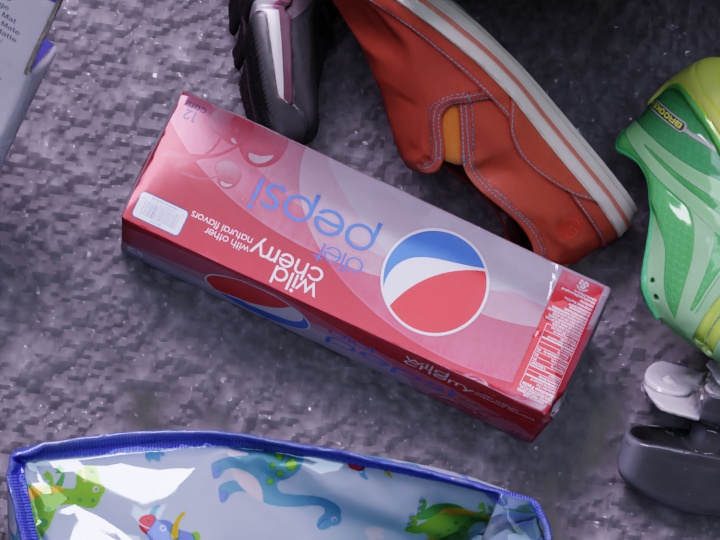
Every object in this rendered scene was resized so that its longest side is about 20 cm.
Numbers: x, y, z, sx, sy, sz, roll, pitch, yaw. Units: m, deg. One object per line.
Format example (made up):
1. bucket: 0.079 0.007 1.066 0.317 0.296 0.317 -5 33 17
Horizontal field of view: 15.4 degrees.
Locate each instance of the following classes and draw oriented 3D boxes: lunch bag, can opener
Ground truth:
1. lunch bag: -0.035 0.127 1.039 0.199 0.170 0.128 -7 78 -9
2. can opener: 0.211 0.081 1.143 0.199 0.053 0.067 12 110 -1

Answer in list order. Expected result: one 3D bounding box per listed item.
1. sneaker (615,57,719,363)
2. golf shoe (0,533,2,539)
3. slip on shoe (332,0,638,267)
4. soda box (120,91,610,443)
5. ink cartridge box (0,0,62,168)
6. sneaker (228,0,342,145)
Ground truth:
1. sneaker: 0.166 0.012 1.104 0.074 0.083 0.201 2 64 -51
2. golf shoe: -0.209 0.082 1.093 0.092 0.073 0.201 -18 89 31
3. slip on shoe: 0.036 -0.071 1.116 0.061 0.074 0.200 -44 114 -1
4. soda box: 0.000 0.000 1.123 0.200 0.070 0.064 25 76 1
5. ink cartridge box: -0.225 -0.100 1.058 0.199 0.200 0.041 31 44 -3
6. sneaker: 0.000 -0.150 1.157 0.115 0.076 0.201 -2 77 -9
